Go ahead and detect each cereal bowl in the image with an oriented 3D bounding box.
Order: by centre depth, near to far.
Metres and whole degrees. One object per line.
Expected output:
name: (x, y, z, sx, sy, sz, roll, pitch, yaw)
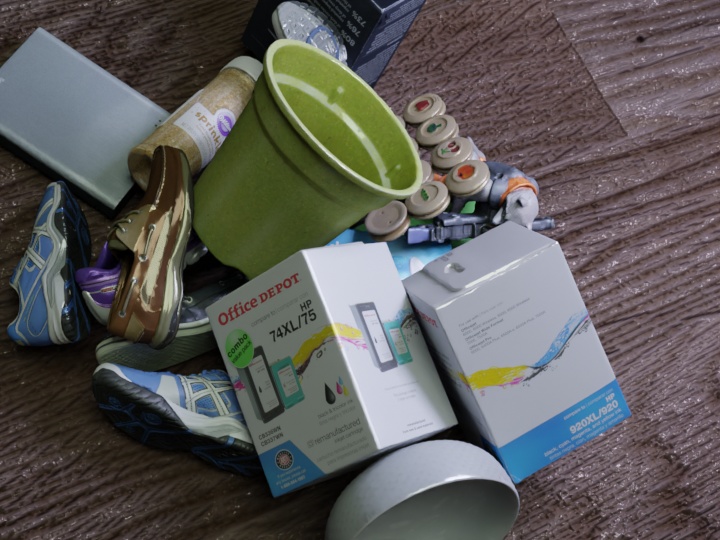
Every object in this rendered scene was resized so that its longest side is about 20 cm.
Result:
cereal bowl: (0.052, 0.231, 1.263, 0.198, 0.201, 0.084, -11, 50, -21)

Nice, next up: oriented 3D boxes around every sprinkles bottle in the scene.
sprinkles bottle: (-0.173, -0.160, 1.433, 0.068, 0.068, 0.200, 37, 51, 4)

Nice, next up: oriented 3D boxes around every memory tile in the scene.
memory tile: (0.050, -0.119, 1.451, 0.152, 0.017, 0.201, -28, 40, 2)

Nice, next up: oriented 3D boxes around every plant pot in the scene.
plant pot: (-0.071, -0.093, 1.292, 0.199, 0.184, 0.201, 35, 29, -23)

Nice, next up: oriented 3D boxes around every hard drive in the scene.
hard drive: (-0.316, -0.165, 1.436, 0.199, 0.033, 0.140, 33, 60, 1)

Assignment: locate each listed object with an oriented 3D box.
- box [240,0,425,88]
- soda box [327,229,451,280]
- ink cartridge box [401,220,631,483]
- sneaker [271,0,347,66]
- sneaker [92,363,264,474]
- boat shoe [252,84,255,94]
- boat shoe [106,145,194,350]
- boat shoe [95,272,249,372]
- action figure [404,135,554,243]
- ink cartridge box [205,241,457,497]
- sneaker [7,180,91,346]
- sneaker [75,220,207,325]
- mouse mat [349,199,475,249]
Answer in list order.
box: (-0.029, -0.296, 1.487, 0.148, 0.200, 0.104, 47, 51, 8)
soda box: (0.000, 0.000, 1.426, 0.197, 0.064, 0.069, 5, 63, -12)
ink cartridge box: (0.152, 0.077, 1.315, 0.143, 0.147, 0.202, -28, 105, -8)
sneaker: (-0.046, -0.201, 1.436, 0.074, 0.087, 0.202, -38, 105, -35)
sneaker: (-0.174, 0.137, 1.304, 0.198, 0.076, 0.078, 25, 53, -15)
boat shoe: (-0.056, -0.136, 1.406, 0.060, 0.076, 0.200, -40, 68, -20)
boat shoe: (-0.209, -0.026, 1.267, 0.073, 0.076, 0.203, 10, 72, -21)
boat shoe: (-0.187, 0.053, 1.346, 0.198, 0.075, 0.063, -20, 66, -30)
action figure: (0.118, -0.092, 1.450, 0.198, 0.106, 0.193, -10, 28, -36)
ink cartridge box: (-0.029, 0.094, 1.282, 0.145, 0.146, 0.202, -7, 72, -54)
sneaker: (-0.323, -0.010, 1.332, 0.076, 0.076, 0.202, -15, 50, 10)
sneaker: (-0.213, -0.031, 1.337, 0.200, 0.080, 0.084, -49, 116, -37)
mouse mat: (0.100, -0.021, 1.505, 0.199, 0.008, 0.162, -27, 74, -27)
